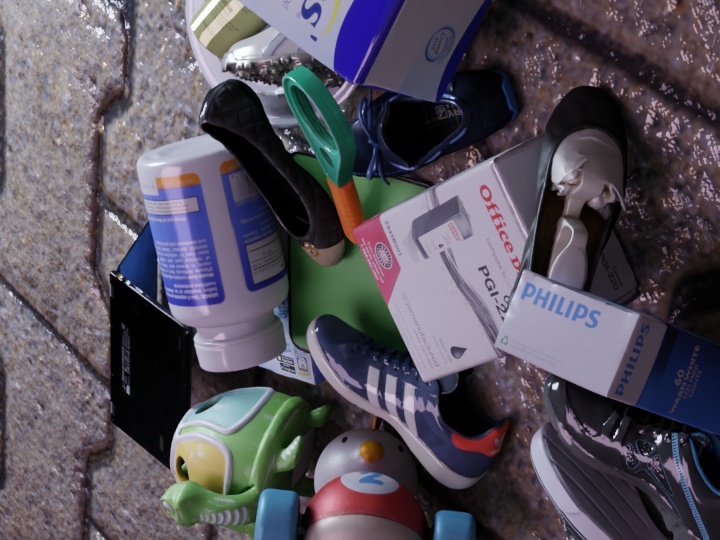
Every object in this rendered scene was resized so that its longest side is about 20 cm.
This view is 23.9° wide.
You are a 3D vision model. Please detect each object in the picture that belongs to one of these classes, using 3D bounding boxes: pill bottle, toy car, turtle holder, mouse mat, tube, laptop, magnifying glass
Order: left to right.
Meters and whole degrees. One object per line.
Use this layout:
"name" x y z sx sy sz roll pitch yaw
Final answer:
"laptop" -0.195 0.074 1.739 0.200 0.116 0.188 33 132 37
"pill bottle" -0.127 -0.016 1.531 0.112 0.112 0.201 7 113 51
"turtle holder" -0.116 0.194 1.629 0.131 0.186 0.141 16 144 14
"tube" -0.063 -0.258 1.397 0.058 0.052 0.200 35 119 -22
"magnifying glass" -0.023 -0.090 1.393 0.080 0.022 0.200 47 167 35
"mouse mat" 0.000 0.000 1.501 0.160 0.008 0.201 17 119 30
"toy car" 0.005 0.198 1.508 0.177 0.183 0.201 98 178 -51

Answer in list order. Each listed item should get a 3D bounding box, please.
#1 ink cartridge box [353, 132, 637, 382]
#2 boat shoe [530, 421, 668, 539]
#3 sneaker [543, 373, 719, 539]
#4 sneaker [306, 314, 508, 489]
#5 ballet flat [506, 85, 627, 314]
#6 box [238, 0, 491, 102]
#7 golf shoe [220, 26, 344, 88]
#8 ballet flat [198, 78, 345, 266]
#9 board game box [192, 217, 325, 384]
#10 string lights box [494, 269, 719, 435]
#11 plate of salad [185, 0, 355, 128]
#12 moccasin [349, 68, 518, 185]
"ink cartridge box" 0.102 -0.008 1.332 0.200 0.085 0.146 -25 91 52
"boat shoe" 0.193 0.214 1.344 0.200 0.072 0.071 54 138 15
"sneaker" 0.225 0.130 1.268 0.200 0.073 0.082 40 134 18
"sneaker" 0.045 0.093 1.465 0.200 0.075 0.085 40 122 6
"ballet flat" 0.155 -0.037 1.202 0.068 0.068 0.201 160 123 -79
"box" 0.005 -0.254 1.254 0.200 0.105 0.184 39 110 33
"golf shoe" -0.024 -0.202 1.381 0.199 0.078 0.098 -7 79 27
"ballet flat" -0.078 -0.075 1.454 0.066 0.057 0.200 -2 132 45
"board game box" -0.105 -0.007 1.639 0.200 0.043 0.200 14 120 48
"string lights box" 0.195 0.061 1.155 0.103 0.200 0.059 24 93 44
"plate of salad" -0.066 -0.223 1.461 0.199 0.048 0.201 7 104 30
"moccasin" 0.037 -0.120 1.364 0.200 0.068 0.081 -25 89 51
